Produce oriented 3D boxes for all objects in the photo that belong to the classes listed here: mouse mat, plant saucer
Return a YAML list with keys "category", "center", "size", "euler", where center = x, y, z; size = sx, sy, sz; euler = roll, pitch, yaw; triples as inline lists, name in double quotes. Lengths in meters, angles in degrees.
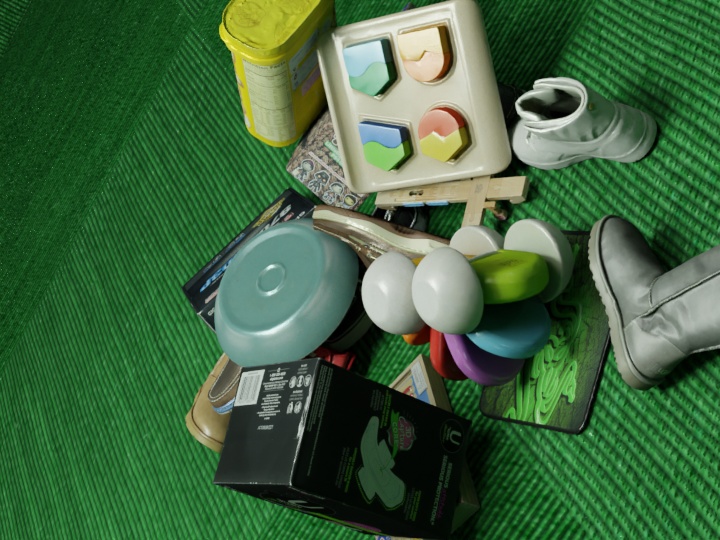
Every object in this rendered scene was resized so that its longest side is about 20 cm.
- category: "mouse mat"
  center: [0.191, 0.055, 1.339]
  size: [0.160, 0.007, 0.203]
  euler: [3, 74, 57]
- category: "plant saucer"
  center: [-0.096, 0.017, 1.577]
  size: [0.198, 0.036, 0.202]
  euler: [-18, 51, 24]

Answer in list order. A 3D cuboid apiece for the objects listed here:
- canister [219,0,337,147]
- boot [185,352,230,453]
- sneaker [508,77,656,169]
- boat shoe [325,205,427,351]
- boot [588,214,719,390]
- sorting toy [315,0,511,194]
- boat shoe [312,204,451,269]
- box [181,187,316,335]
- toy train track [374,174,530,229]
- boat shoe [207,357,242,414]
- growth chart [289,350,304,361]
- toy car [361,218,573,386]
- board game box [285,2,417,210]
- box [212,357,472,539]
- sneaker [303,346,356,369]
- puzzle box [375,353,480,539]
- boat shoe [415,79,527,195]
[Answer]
- category: "canister"
  center: [-0.085, -0.251, 1.560]
  size: [0.149, 0.086, 0.201]
  euler: [-54, -18, -22]
- category: "boot"
  center: [-0.148, 0.112, 1.731]
  size: [0.201, 0.066, 0.175]
  euler: [-58, 18, 13]
- category: "sneaker"
  center: [0.191, -0.155, 1.371]
  size: [0.199, 0.115, 0.075]
  euler: [2, 73, 58]
- category: "boat shoe"
  center: [0.001, 0.001, 1.599]
  size: [0.200, 0.068, 0.074]
  euler: [-55, 33, 18]
- category: "boot"
  center: [0.294, -0.006, 1.162]
  size: [0.200, 0.072, 0.184]
  euler: [-41, 53, 45]
- category: "sorting toy"
  center: [0.052, -0.183, 1.471]
  size: [0.197, 0.036, 0.188]
  euler: [-7, 101, 30]
- category: "boat shoe"
  center: [0.026, -0.017, 1.509]
  size: [0.200, 0.074, 0.076]
  euler: [18, 94, 30]
- category: "box"
  center: [-0.133, -0.013, 1.737]
  size: [0.200, 0.046, 0.159]
  euler: [-43, 19, -3]
- category: "toy train track"
  center: [0.103, -0.081, 1.502]
  size: [0.198, 0.032, 0.116]
  euler: [-1, 66, 39]
- category: "boat shoe"
  center: [-0.130, 0.077, 1.643]
  size: [0.201, 0.072, 0.072]
  euler: [-55, 25, -10]
- category: "growth chart"
  center: [-0.099, 0.126, 1.617]
  size: [0.146, 0.018, 0.200]
  euler: [-56, 4, -7]
- category: "toy car"
  center: [0.111, 0.039, 1.341]
  size: [0.199, 0.173, 0.152]
  euler: [-4, 101, 55]
- category: "board game box"
  center: [0.021, -0.189, 1.613]
  size: [0.200, 0.096, 0.160]
  euler: [-45, 14, 30]
- category: "box"
  center: [-0.016, 0.179, 1.338]
  size: [0.148, 0.198, 0.126]
  euler: [-11, 60, 53]
- category: "sneaker"
  center: [-0.045, 0.157, 1.546]
  size: [0.117, 0.077, 0.201]
  euler: [-65, 31, 26]
- category: "puzzle box"
  center: [0.053, 0.204, 1.433]
  size: [0.133, 0.025, 0.201]
  euler: [-48, 36, 28]
- category: "boat shoe"
  center: [0.107, -0.147, 1.541]
  size: [0.199, 0.060, 0.075]
  euler: [-35, 44, 41]
